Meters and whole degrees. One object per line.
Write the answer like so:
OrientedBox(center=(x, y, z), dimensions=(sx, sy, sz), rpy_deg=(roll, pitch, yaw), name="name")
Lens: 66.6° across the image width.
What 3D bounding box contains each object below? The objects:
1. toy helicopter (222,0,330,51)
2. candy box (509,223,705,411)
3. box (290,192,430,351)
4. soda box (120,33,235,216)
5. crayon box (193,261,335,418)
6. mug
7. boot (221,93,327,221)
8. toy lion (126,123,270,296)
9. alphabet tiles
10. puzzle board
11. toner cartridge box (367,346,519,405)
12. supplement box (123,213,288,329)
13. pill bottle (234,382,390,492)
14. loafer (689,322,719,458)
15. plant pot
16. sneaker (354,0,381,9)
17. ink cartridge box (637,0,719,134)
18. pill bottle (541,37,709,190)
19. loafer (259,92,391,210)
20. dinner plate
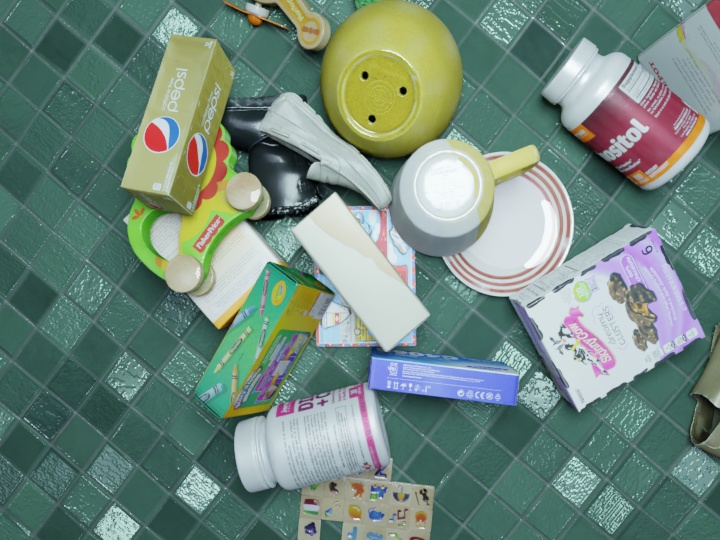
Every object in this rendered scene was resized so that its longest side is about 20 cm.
OrientedBox(center=(-0.111, -0.375, 0.753), dimensions=(0.132, 0.078, 0.202), rpy_deg=(-41, 74, 27), name="toy helicopter")
OrientedBox(center=(0.332, 0.063, 0.749), dimensions=(0.198, 0.072, 0.170), rpy_deg=(-31, 99, 2), name="candy box")
OrientedBox(center=(0.000, 0.000, 0.734), dimensions=(0.077, 0.095, 0.201), rpy_deg=(-38, 96, 2), name="box")
OrientedBox(center=(-0.215, -0.175, 0.660), dimensions=(0.063, 0.068, 0.204), rpy_deg=(9, 77, 10), name="soda box")
OrientedBox(center=(-0.126, 0.096, 0.742), dimensions=(0.058, 0.118, 0.202), rpy_deg=(32, 94, 22), name="crayon box")
OrientedBox(center=(0.117, -0.112, 0.699), dimensions=(0.148, 0.153, 0.188), rpy_deg=(36, 93, 5), name="mug")
OrientedBox(center=(-0.148, -0.152, 0.768), dimensions=(0.194, 0.073, 0.166), rpy_deg=(-7, 90, -3), name="boot")
OrientedBox(center=(-0.227, -0.098, 0.708), dimensions=(0.190, 0.069, 0.202), rpy_deg=(36, 87, 7), name="toy lion")
OrientedBox(center=(0.008, 0.358, 0.809), dimensions=(0.195, 0.008, 0.171), rpy_deg=(6, 91, 1), name="alphabet tiles")
OrientedBox(center=(0.006, 0.009, 0.795), dimensions=(0.147, 0.017, 0.205), rpy_deg=(-1, 91, 2), name="puzzle board")
OrientedBox(center=(0.109, 0.143, 0.757), dimensions=(0.195, 0.095, 0.044), rpy_deg=(7, 92, 1), name="toner cartridge box")
OrientedBox(center=(-0.211, -0.036, 0.770), dimensions=(0.126, 0.074, 0.201), rpy_deg=(-41, 90, -1), name="supplement box")
OrientedBox(center=(-0.065, 0.233, 0.755), dimensions=(0.196, 0.113, 0.116), rpy_deg=(-15, 91, 2), name="pill bottle")
OrientedBox(center=(0.503, 0.163, 0.755), dimensions=(0.066, 0.076, 0.205), rpy_deg=(3, 92, -5), name="loafer")
OrientedBox(center=(0.031, -0.230, 0.691), dimensions=(0.195, 0.142, 0.204), rpy_deg=(4, 114, 8), name="plant pot")
OrientedBox(center=(0.027, -0.356, 0.751), dimensions=(0.073, 0.084, 0.204), rpy_deg=(-21, 91, 2), name="sneaker")
OrientedBox(center=(0.463, -0.266, 0.684), dimensions=(0.082, 0.200, 0.147), rpy_deg=(-33, 91, 0), name="ink cartridge box")
OrientedBox(center=(0.346, -0.211, 0.732), dimensions=(0.199, 0.113, 0.114), rpy_deg=(38, 92, 1), name="pill bottle")
OrientedBox(center=(-0.044, -0.143, 0.720), dimensions=(0.199, 0.070, 0.070), rpy_deg=(41, 88, -3), name="loafer")
OrientedBox(center=(0.203, -0.066, 0.784), dimensions=(0.195, 0.024, 0.205), rpy_deg=(0, 92, 1), name="dinner plate")
